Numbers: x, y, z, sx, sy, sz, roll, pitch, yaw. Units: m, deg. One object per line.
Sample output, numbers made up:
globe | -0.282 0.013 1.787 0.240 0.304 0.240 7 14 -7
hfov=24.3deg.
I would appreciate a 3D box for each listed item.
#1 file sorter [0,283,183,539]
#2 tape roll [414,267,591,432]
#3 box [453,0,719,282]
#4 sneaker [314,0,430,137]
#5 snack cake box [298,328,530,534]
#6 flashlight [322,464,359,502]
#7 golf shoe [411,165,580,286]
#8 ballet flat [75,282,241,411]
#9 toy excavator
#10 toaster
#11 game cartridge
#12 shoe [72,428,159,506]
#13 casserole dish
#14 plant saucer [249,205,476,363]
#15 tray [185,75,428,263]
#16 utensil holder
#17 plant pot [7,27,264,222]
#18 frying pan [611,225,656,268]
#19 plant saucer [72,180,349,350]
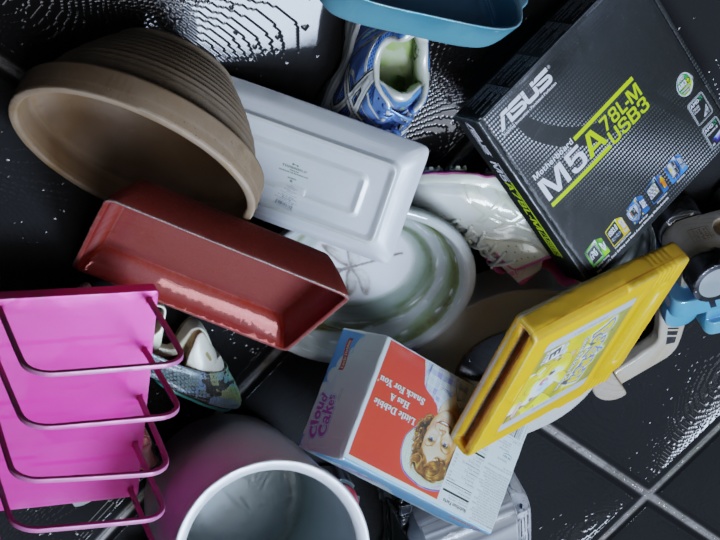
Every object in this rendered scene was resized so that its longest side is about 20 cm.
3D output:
file sorter | -0.223 0.131 1.337 0.138 0.125 0.201 -3 118 -24
tape roll | 0.135 0.081 1.574 0.201 0.037 0.204 -9 133 -9
box | 0.203 -0.124 1.413 0.200 0.047 0.194 -44 121 -13
sneaker | 0.011 -0.137 1.365 0.075 0.077 0.201 -5 126 -21
snack cake box | 0.051 0.145 1.491 0.199 0.067 0.116 32 75 -36
flashlight | -0.010 0.265 1.560 0.068 0.200 0.068 -46 126 12
golf shoe | 0.120 -0.039 1.454 0.198 0.075 0.092 9 83 -14
ballet flat | -0.171 0.064 1.439 0.199 0.074 0.074 24 112 -35
toy excavator | 0.311 0.033 1.604 0.193 0.100 0.201 -15 136 -10
toaster | 0.092 0.255 1.646 0.128 0.114 0.201 -19 137 -14
game cartridge | 0.183 0.069 1.459 0.199 0.032 0.177 -22 151 -34
shoe | -0.244 0.119 1.450 0.090 0.072 0.201 -26 134 -6
casserole dish | 0.036 -0.226 1.293 0.198 0.122 0.039 7 139 -26
plant saucer | 0.000 0.000 1.457 0.198 0.050 0.201 -5 138 -4
tray | -0.054 -0.082 1.348 0.199 0.022 0.108 19 112 0
utensil holder | -0.100 0.225 1.465 0.168 0.200 0.172 -2 98 -17
plant pot | -0.158 -0.120 1.271 0.200 0.200 0.093 36 65 -37
frying pan | 0.196 0.007 1.568 0.114 0.031 0.190 26 118 -25
plant saucer | -0.120 -0.006 1.337 0.199 0.200 0.037 23 70 -10
